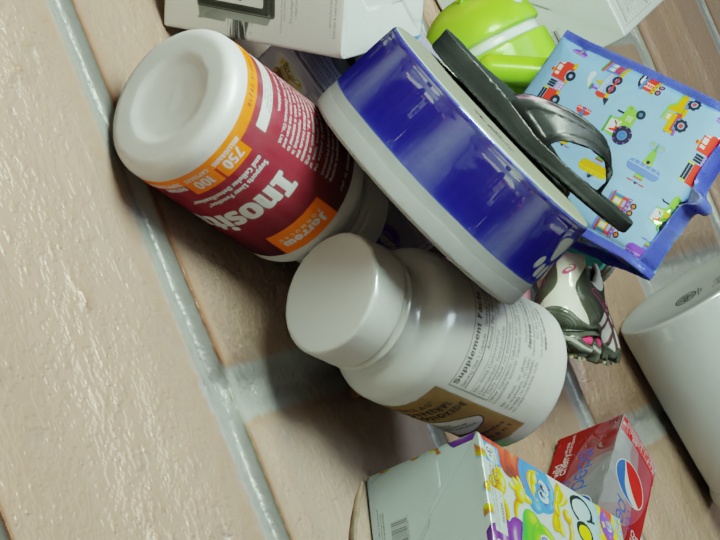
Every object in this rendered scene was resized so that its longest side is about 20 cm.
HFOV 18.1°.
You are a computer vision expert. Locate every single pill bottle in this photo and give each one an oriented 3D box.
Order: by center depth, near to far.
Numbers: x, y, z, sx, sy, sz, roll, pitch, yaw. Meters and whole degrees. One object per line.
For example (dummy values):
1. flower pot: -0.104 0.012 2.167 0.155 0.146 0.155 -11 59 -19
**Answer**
1. pill bottle: -0.070 -0.076 1.583 0.200 0.113 0.114 34 40 -44
2. pill bottle: 0.046 0.048 1.614 0.199 0.114 0.115 25 46 -42

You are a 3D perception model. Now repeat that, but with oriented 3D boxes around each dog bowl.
1. dog bowl: 0.065 -0.074 1.581 0.200 0.079 0.200 45 8 -8

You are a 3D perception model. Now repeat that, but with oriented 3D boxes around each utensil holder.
1. utensil holder: 0.363 0.102 2.158 0.201 0.169 0.170 57 28 -7

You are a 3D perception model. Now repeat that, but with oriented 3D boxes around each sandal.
1. sandal: 0.136 -0.108 1.648 0.200 0.048 0.075 45 9 -7

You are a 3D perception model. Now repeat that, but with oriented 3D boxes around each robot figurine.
1. robot figurine: 0.130 -0.160 2.009 0.201 0.115 0.175 63 1 0

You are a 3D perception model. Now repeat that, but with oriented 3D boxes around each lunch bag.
1. lunch bag: 0.213 -0.089 1.848 0.200 0.151 0.094 29 -7 47

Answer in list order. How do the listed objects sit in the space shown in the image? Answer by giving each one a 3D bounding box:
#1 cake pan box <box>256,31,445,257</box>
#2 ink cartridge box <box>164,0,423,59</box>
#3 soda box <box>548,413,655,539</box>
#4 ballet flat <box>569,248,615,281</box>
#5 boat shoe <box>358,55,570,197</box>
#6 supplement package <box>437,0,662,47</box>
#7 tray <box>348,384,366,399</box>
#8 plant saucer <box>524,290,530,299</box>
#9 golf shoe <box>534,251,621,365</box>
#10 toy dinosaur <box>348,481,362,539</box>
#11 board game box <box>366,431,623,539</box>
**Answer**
1. cake pan box: 0.029 -0.105 1.750 0.201 0.052 0.184 55 35 5
2. ink cartridge box: -0.065 -0.212 1.672 0.116 0.199 0.068 -22 121 -55
3. soda box: 0.189 0.205 1.856 0.064 0.070 0.200 56 29 -17
4. ballet flat: 0.199 -0.041 2.044 0.064 0.067 0.200 48 12 -38
5. boat shoe: 0.084 -0.116 1.716 0.200 0.071 0.072 47 34 -4
6. supplement package: 0.182 -0.280 2.166 0.151 0.151 0.200 61 27 -7
7. tray: 0.000 0.000 1.731 0.098 0.037 0.201 5 62 -59
8. plant saucer: 0.070 -0.031 1.860 0.201 0.051 0.201 46 30 -36
9. golf shoe: 0.189 0.035 1.930 0.200 0.077 0.089 24 76 -80
10. toy dinosaur: 0.015 0.247 1.529 0.200 0.060 0.107 62 13 -47
11. board game box: 0.107 0.214 1.666 0.200 0.103 0.105 33 40 -46
